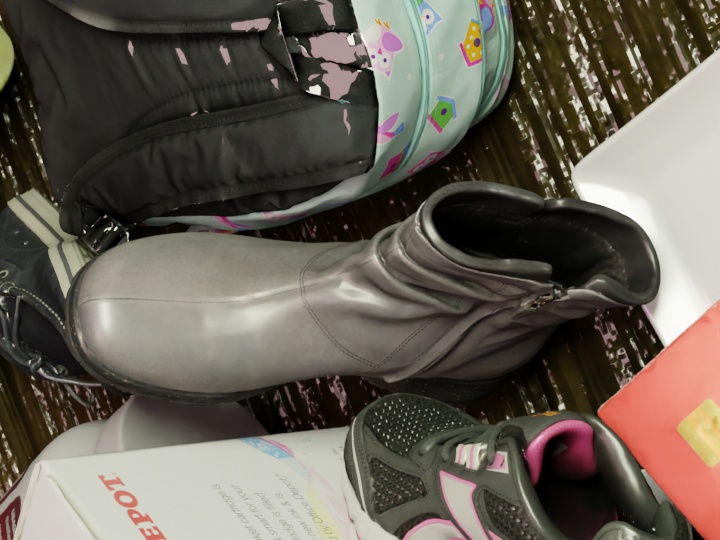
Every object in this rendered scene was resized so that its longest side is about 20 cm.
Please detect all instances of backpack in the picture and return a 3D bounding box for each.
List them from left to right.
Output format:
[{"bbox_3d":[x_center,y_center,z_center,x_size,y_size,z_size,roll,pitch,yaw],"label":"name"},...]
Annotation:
[{"bbox_3d":[-0.041,-0.093,1.179,0.200,0.127,0.167,-3,112,45],"label":"backpack"}]

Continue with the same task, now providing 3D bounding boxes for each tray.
[{"bbox_3d":[0.162,0.020,1.093,0.107,0.022,0.200,-39,73,39],"label":"tray"}]

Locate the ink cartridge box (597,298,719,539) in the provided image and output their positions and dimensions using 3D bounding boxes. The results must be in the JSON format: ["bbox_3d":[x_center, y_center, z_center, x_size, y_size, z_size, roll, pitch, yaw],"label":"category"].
[{"bbox_3d":[0.199,0.056,0.999,0.176,0.045,0.200,-43,68,5],"label":"ink cartridge box"}]

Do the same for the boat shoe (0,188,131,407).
[{"bbox_3d":[-0.125,0.020,1.267,0.062,0.075,0.200,-48,25,-1],"label":"boat shoe"}]

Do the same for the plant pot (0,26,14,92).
[{"bbox_3d":[-0.250,-0.006,1.366,0.200,0.200,0.190,20,125,37],"label":"plant pot"}]

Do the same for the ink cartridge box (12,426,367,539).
[{"bbox_3d":[-0.020,0.137,1.145,0.145,0.200,0.085,48,128,41],"label":"ink cartridge box"}]

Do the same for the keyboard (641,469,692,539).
[{"bbox_3d":[0.115,0.176,1.138,0.056,0.011,0.200,-17,73,56],"label":"keyboard"}]

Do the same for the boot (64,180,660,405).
[{"bbox_3d":[0.000,0.000,1.109,0.132,0.200,0.070,-38,57,58],"label":"boot"}]

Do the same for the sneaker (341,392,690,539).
[{"bbox_3d":[0.065,0.082,1.075,0.200,0.080,0.086,31,132,47],"label":"sneaker"}]

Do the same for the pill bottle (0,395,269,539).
[{"bbox_3d":[-0.118,0.139,1.310,0.200,0.113,0.113,-47,68,38],"label":"pill bottle"}]
